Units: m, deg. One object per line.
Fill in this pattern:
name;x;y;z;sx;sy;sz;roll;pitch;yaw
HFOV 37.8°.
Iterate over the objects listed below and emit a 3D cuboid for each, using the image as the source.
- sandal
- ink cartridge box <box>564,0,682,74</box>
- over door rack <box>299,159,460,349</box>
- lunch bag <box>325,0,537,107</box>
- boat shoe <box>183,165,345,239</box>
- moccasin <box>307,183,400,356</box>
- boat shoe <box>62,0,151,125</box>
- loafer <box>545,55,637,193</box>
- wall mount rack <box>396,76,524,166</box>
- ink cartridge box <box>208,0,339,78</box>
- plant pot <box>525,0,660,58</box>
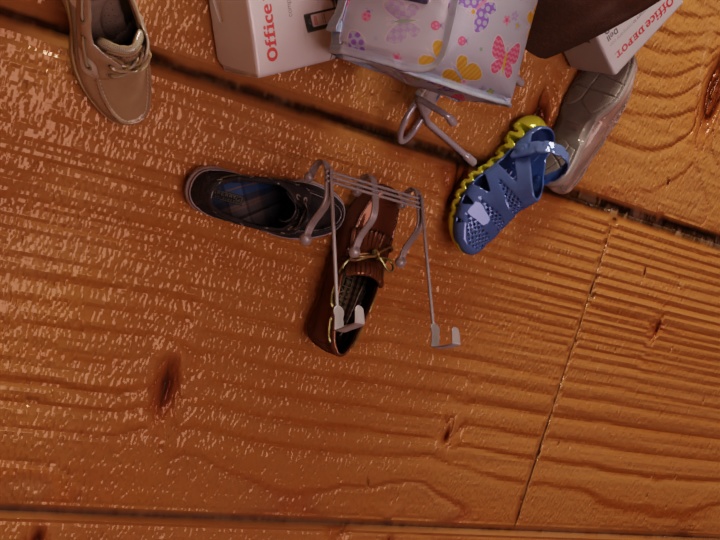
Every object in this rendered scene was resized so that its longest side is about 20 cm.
sandal;0.186;-0.102;1.297;0.201;0.087;0.079;-54;133;-5
ink cartridge box;0.292;-0.364;1.283;0.146;0.084;0.201;-45;124;-12
over door rack;0.014;-0.009;1.112;0.147;0.066;0.202;12;54;-38
lunch bag;0.073;-0.267;1.042;0.198;0.127;0.172;14;94;-31
boat shoe;-0.091;-0.070;1.132;0.198;0.066;0.071;14;97;-36
moccasin;-0.001;-0.001;1.208;0.073;0.078;0.203;26;88;-34
boat shoe;-0.227;-0.208;0.966;0.072;0.065;0.201;-28;141;-22
loafer;0.295;-0.192;1.362;0.063;0.072;0.201;27;96;-53
wall mount rack;0.126;-0.212;1.232;0.201;0.074;0.174;-58;165;-1
ink cartridge box;-0.050;-0.291;1.075;0.198;0.084;0.148;-21;117;-29
plant pot;0.241;-0.327;1.123;0.186;0.188;0.200;18;133;-36
